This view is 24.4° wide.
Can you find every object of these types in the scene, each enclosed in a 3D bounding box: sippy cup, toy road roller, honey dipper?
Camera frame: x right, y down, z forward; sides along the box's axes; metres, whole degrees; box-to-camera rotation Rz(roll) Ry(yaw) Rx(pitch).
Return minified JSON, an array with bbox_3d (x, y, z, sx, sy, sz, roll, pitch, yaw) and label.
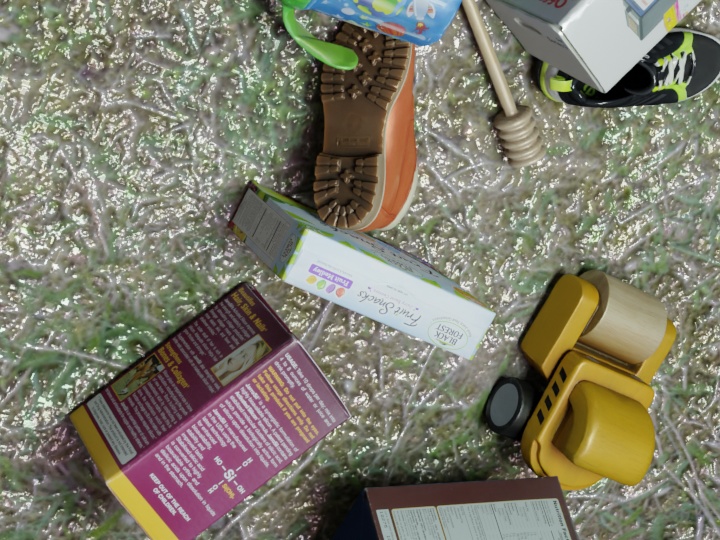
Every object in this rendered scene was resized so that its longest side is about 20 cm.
[{"bbox_3d":[0.020,-0.248,1.327,0.130,0.178,0.140,24,68,-13],"label":"sippy cup"},{"bbox_3d":[0.227,0.115,1.569,0.123,0.146,0.200,23,100,-29],"label":"toy road roller"},{"bbox_3d":[0.116,-0.184,1.468,0.038,0.038,0.200,-29,117,-10],"label":"honey dipper"}]

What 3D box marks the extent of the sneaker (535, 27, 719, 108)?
[{"bbox_3d":[0.254,-0.172,1.504,0.199,0.083,0.072,-9,114,-20],"label":"sneaker"}]

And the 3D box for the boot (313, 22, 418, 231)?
[{"bbox_3d":[0.016,-0.130,1.433,0.107,0.075,0.201,13,87,-64],"label":"boot"}]

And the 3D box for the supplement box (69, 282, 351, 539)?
[{"bbox_3d":[-0.131,0.125,1.431,0.200,0.131,0.103,-37,121,-5],"label":"supplement box"}]

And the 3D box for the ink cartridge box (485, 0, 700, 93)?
[{"bbox_3d":[0.222,-0.263,1.419,0.200,0.145,0.088,-43,121,-3],"label":"ink cartridge box"}]

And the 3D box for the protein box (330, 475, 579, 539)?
[{"bbox_3d":[0.079,0.300,1.538,0.199,0.135,0.199,0,144,-23],"label":"protein box"}]

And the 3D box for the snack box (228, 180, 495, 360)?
[{"bbox_3d":[0.000,0.000,1.429,0.200,0.142,0.053,23,100,-29],"label":"snack box"}]
